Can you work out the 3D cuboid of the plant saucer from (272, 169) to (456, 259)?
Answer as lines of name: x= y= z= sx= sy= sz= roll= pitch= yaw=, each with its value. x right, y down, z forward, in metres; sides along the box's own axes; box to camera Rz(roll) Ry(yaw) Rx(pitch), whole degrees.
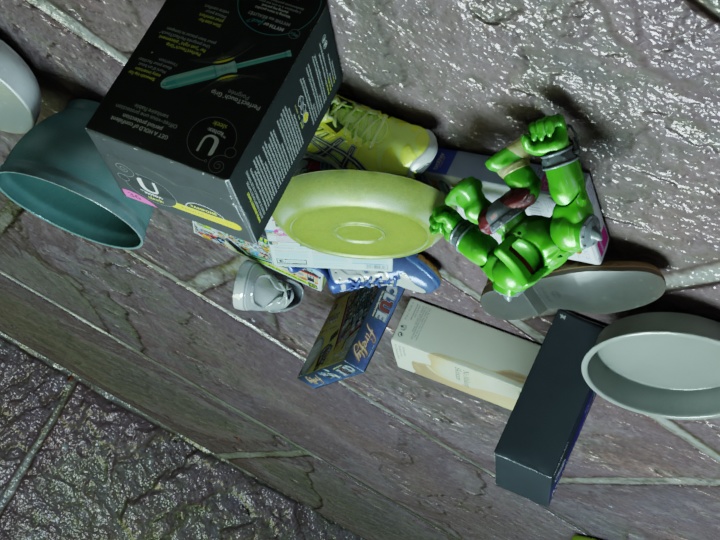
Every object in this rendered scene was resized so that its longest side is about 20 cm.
plant saucer: x=0.000 y=-0.050 z=1.212 sx=0.200 sy=0.031 sz=0.200 roll=5 pitch=161 yaw=2

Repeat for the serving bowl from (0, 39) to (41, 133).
serving bowl: x=-0.481 y=-0.256 z=1.458 sx=0.200 sy=0.066 sz=0.200 roll=24 pitch=160 yaw=9

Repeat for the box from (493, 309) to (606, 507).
box: x=0.235 y=0.169 z=1.424 sx=0.079 sy=0.200 sz=0.141 roll=21 pitch=159 yaw=19

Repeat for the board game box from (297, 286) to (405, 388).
board game box: x=-0.015 y=0.088 z=1.628 sx=0.035 sy=0.136 sz=0.200 roll=31 pitch=160 yaw=-13

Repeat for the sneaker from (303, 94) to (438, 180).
sneaker: x=-0.018 y=-0.138 z=1.172 sx=0.200 sy=0.076 sz=0.076 roll=14 pitch=158 yaw=27

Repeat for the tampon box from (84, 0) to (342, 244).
tampon box: x=-0.128 y=-0.155 z=1.084 sx=0.150 sy=0.200 sz=0.126 roll=21 pitch=159 yaw=16

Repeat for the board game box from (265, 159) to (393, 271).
board game box: x=-0.034 y=-0.065 z=1.317 sx=0.147 sy=0.064 sz=0.200 roll=2 pitch=160 yaw=1

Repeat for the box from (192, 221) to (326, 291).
box: x=-0.134 y=-0.045 z=1.594 sx=0.200 sy=0.035 sz=0.110 roll=25 pitch=159 yaw=6

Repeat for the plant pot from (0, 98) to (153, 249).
plant pot: x=-0.343 y=-0.132 z=1.485 sx=0.200 sy=0.134 sz=0.200 roll=20 pitch=163 yaw=6

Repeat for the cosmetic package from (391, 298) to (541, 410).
cosmetic package: x=0.149 y=0.119 z=1.593 sx=0.200 sy=0.071 sz=0.105 roll=20 pitch=158 yaw=18

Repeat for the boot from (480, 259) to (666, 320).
boot: x=0.227 y=0.002 z=1.243 sx=0.200 sy=0.076 sz=0.074 roll=-4 pitch=136 yaw=30

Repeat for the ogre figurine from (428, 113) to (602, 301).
ogre figurine: x=0.146 y=-0.047 z=1.079 sx=0.200 sy=0.098 sz=0.120 roll=-36 pitch=81 yaw=32

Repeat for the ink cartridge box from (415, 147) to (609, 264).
ink cartridge box: x=0.146 y=-0.069 z=1.192 sx=0.200 sy=0.042 sz=0.119 roll=11 pitch=154 yaw=28

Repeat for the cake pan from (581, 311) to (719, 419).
cake pan: x=0.350 y=0.106 z=1.308 sx=0.200 sy=0.037 sz=0.200 roll=11 pitch=149 yaw=6

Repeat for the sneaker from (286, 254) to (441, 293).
sneaker: x=0.000 y=0.000 z=1.466 sx=0.200 sy=0.088 sz=0.075 roll=21 pitch=157 yaw=12

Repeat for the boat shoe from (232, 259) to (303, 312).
boat shoe: x=-0.128 y=0.031 z=1.668 sx=0.068 sy=0.072 sz=0.200 roll=10 pitch=173 yaw=12

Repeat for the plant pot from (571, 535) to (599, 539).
plant pot: x=0.509 y=0.646 z=2.266 sx=0.200 sy=0.199 sz=0.181 roll=38 pitch=151 yaw=-27
